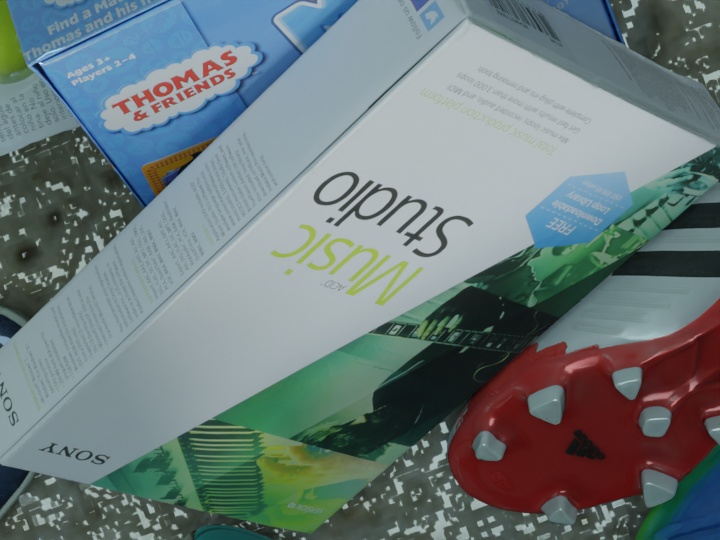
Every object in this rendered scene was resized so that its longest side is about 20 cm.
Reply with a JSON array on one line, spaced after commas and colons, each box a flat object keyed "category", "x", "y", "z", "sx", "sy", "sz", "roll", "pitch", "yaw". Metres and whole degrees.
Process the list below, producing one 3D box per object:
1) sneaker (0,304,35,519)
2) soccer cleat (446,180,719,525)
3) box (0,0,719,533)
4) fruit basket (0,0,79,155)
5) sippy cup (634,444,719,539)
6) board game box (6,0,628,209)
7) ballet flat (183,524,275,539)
[{"category": "sneaker", "x": -0.180, "y": 0.088, "z": 0.804, "sx": 0.200, "sy": 0.085, "sz": 0.075, "roll": -42, "pitch": 89, "yaw": 5}, {"category": "soccer cleat", "x": 0.107, "y": 0.008, "z": 0.792, "sx": 0.069, "sy": 0.085, "sz": 0.200, "roll": 37, "pitch": 119, "yaw": -22}, {"category": "box", "x": 0.000, "y": 0.000, "z": 0.735, "sx": 0.200, "sy": 0.144, "sz": 0.036, "roll": -41, "pitch": 54, "yaw": 24}, {"category": "fruit basket", "x": -0.145, "y": -0.119, "z": 0.758, "sx": 0.199, "sy": 0.094, "sz": 0.186, "roll": -23, "pitch": 91, "yaw": -22}, {"category": "sippy cup", "x": 0.173, "y": 0.108, "z": 0.763, "sx": 0.140, "sy": 0.178, "sz": 0.131, "roll": -42, "pitch": 102, "yaw": -31}, {"category": "board game box", "x": 0.003, "y": -0.054, "z": 0.733, "sx": 0.151, "sy": 0.200, "sz": 0.037, "roll": -25, "pitch": 60, "yaw": 4}, {"category": "ballet flat", "x": 0.014, "y": 0.161, "z": 0.806, "sx": 0.199, "sy": 0.072, "sz": 0.072, "roll": 32, "pitch": 94, "yaw": 4}]
